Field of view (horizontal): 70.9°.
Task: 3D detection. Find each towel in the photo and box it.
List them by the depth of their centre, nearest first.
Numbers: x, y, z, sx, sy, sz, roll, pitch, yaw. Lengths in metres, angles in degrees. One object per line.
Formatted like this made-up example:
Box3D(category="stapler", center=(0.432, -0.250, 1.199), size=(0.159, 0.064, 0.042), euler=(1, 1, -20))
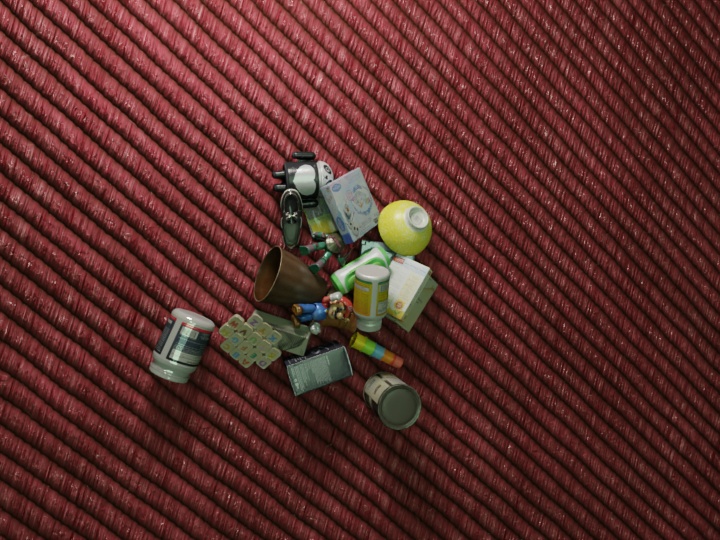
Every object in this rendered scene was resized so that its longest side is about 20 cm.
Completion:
Box3D(category="towel", center=(-0.096, -0.203, 1.736), size=(0.199, 0.023, 0.144), euler=(-18, 94, -13))

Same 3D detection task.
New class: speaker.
Box3D(category="speaker", center=(0.000, 0.000, 1.695), size=(0.200, 0.088, 0.089), euler=(-31, 97, -11))

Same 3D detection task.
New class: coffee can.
Box3D(category="coffee can", center=(0.103, 0.433, 1.700), size=(0.146, 0.200, 0.147), euler=(0, 91, -13))

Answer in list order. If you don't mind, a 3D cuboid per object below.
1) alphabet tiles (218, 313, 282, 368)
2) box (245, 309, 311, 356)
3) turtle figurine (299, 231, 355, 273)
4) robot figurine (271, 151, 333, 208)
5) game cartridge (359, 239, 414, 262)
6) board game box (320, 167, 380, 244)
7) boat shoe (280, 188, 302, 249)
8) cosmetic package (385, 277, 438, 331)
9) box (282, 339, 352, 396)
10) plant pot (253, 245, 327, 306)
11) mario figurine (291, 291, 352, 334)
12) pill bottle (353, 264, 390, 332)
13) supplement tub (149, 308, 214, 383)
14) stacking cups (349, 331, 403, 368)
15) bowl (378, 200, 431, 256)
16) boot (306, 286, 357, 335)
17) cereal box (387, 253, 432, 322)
Box3D(category="alphabet tiles", center=(-0.354, 0.230, 1.623), size=(0.195, 0.015, 0.200), euler=(-39, 107, 25))
Box3D(category="box", center=(-0.264, 0.203, 1.643), size=(0.199, 0.068, 0.082), euler=(16, 117, -1))
Box3D(category="turtle figurine", center=(-0.104, -0.078, 1.660), size=(0.150, 0.101, 0.200), euler=(48, 46, 6))
Box3D(category="robot figurine", center=(-0.187, -0.297, 1.659), size=(0.199, 0.151, 0.125), euler=(-5, 50, -13))
Box3D(category="game cartridge", center=(0.090, -0.030, 1.778), size=(0.199, 0.040, 0.134), euler=(8, 85, -13))
Box3D(category="board game box", center=(-0.026, -0.217, 1.675), size=(0.200, 0.043, 0.200), euler=(-40, 112, -49))
Box3D(category="boat shoe", center=(-0.225, -0.163, 1.637), size=(0.074, 0.060, 0.201), euler=(3, 123, -12))
Box3D(category="cosmetic package", center=(0.174, 0.100, 1.760), size=(0.200, 0.073, 0.103), euler=(-57, 138, -6))
Box3D(category="box", center=(-0.143, 0.317, 1.666), size=(0.199, 0.148, 0.105), euler=(-17, 95, -12))
Box3D(category="plant pot", center=(-0.216, 0.042, 1.645), size=(0.199, 0.187, 0.188), euler=(22, 85, -29))
Box3D(category="mario figurine", center=(-0.112, 0.136, 1.607), size=(0.199, 0.123, 0.106), euler=(-10, 75, -25))
Box3D(category="pill bottle", center=(0.033, 0.092, 1.635), size=(0.112, 0.113, 0.201), euler=(-3, 113, -14))
Box3D(category="supplement tub", center=(-0.554, 0.231, 1.568), size=(0.140, 0.140, 0.201), euler=(25, 85, -13))
Box3D(category="stacking cups", center=(0.061, 0.279, 1.761), size=(0.199, 0.060, 0.061), euler=(26, 84, -14))
Box3D(category="bowl", center=(0.172, -0.161, 1.726), size=(0.199, 0.108, 0.201), euler=(9, 68, -23))
Box3D(category="boot", center=(-0.087, 0.172, 1.718), size=(0.155, 0.074, 0.200), euler=(36, 84, -15))
Box3D(category="cereal box", center=(0.135, 0.056, 1.709), size=(0.200, 0.144, 0.040), euler=(-58, 146, -6))
